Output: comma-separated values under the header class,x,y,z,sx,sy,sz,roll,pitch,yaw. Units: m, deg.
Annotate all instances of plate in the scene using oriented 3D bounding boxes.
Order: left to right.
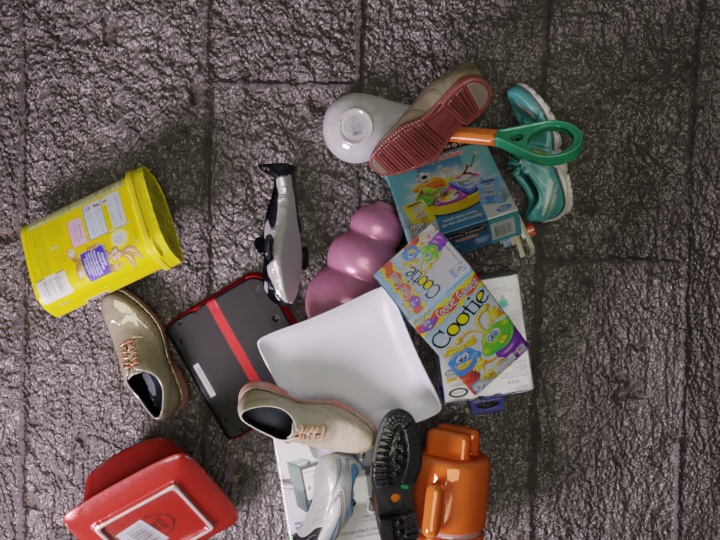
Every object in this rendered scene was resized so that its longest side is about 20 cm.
class,x,y,z,sx,sy,sz,roll,pitch,yaw
plate,-0.013,0.139,1.378,0.197,0.032,0.203,-23,106,7

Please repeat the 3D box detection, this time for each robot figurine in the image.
class,x,y,z,sx,sy,sz,roll,pitch,yaw
robot figurine,0.126,0.324,1.435,0.114,0.144,0.204,4,94,-14

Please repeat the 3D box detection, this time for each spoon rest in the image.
class,x,y,z,sx,sy,sz,roll,pitch,yaw
spoon rest,0.041,-0.214,1.455,0.196,0.061,0.101,-9,93,13

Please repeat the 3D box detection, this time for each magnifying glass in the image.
class,x,y,z,sx,sy,sz,roll,pitch,yaw
magnifying glass,0.208,-0.182,1.392,0.197,0.080,0.023,7,138,24

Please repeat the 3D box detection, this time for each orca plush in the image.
class,x,y,z,sx,sy,sz,roll,pitch,yaw
orca plush,-0.132,-0.050,1.449,0.070,0.105,0.204,-6,97,29

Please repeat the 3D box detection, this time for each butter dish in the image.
class,x,y,z,sx,sy,sz,roll,pitch,yaw
butter dish,-0.303,0.310,1.440,0.197,0.149,0.201,-28,135,0

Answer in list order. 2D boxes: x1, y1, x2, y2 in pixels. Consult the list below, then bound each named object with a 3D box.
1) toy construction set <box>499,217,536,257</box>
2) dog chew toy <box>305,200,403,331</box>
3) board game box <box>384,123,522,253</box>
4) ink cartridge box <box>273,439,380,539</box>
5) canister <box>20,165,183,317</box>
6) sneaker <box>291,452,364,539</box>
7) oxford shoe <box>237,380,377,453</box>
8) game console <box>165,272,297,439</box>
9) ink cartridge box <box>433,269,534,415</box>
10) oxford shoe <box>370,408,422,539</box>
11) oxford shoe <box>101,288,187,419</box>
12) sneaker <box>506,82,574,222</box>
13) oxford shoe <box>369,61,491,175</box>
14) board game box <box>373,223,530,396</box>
class,x,y,z,sx,sy,sz,roll,pitch,yaw
toy construction set,0.148,-0.059,1.429,0.196,0.132,0.093,-12,135,-10
dog chew toy,0.000,0.000,1.430,0.123,0.125,0.203,21,89,-2
board game box,0.120,-0.108,1.392,0.148,0.202,0.047,-17,134,0
ink cartridge box,-0.045,0.306,1.466,0.143,0.084,0.204,-10,93,-1
canister,-0.365,-0.039,1.420,0.197,0.087,0.150,-24,66,3
sneaker,-0.045,0.348,1.396,0.071,0.072,0.203,11,103,-32
oxford shoe,-0.072,0.211,1.347,0.196,0.074,0.072,15,108,-5
game console,-0.167,0.123,1.484,0.175,0.031,0.202,-30,93,7
ink cartridge box,0.172,0.111,1.461,0.134,0.076,0.204,-9,93,1
oxford shoe,0.041,0.279,1.387,0.071,0.084,0.204,0,106,-11
oxford shoe,-0.314,0.117,1.442,0.070,0.074,0.202,-31,93,16
sneaker,0.245,-0.167,1.438,0.078,0.077,0.204,-17,94,-11
oxford shoe,0.092,-0.206,1.388,0.199,0.075,0.070,-35,127,18
board game box,0.122,0.054,1.317,0.103,0.105,0.200,-40,135,2
